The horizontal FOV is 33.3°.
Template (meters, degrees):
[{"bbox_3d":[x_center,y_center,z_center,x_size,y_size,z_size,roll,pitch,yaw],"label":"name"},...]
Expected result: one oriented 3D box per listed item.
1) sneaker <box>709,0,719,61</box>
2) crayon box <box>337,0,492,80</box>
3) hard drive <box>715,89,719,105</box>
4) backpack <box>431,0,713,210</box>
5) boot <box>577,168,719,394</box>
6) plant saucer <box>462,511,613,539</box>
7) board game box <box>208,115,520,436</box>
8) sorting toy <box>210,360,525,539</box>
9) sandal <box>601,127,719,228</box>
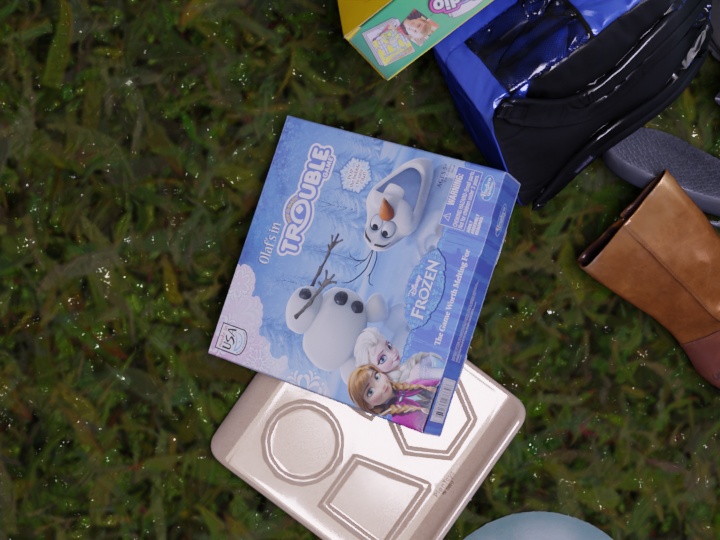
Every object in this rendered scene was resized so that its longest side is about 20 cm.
[{"bbox_3d":[0.302,-0.254,0.972,0.075,0.091,0.203,-19,90,-4],"label":"sneaker"},{"bbox_3d":[0.070,-0.260,0.893,0.199,0.174,0.058,-35,126,21],"label":"crayon box"},{"bbox_3d":[0.379,-0.184,0.968,0.139,0.038,0.202,31,86,-32],"label":"hard drive"},{"bbox_3d":[0.158,-0.183,0.924,0.199,0.163,0.169,-33,65,3],"label":"backpack"},{"bbox_3d":[0.301,-0.010,0.948,0.200,0.069,0.188,42,118,-9],"label":"boot"},{"bbox_3d":[0.147,0.300,0.974,0.198,0.039,0.204,0,89,-3],"label":"plant saucer"},{"bbox_3d":[0.000,0.000,0.933,0.197,0.043,0.203,16,86,27],"label":"board game box"},{"bbox_3d":[0.006,0.128,0.979,0.199,0.036,0.186,36,87,4],"label":"sorting toy"},{"bbox_3d":[0.285,-0.058,0.977,0.198,0.076,0.043,22,129,1],"label":"sandal"}]
